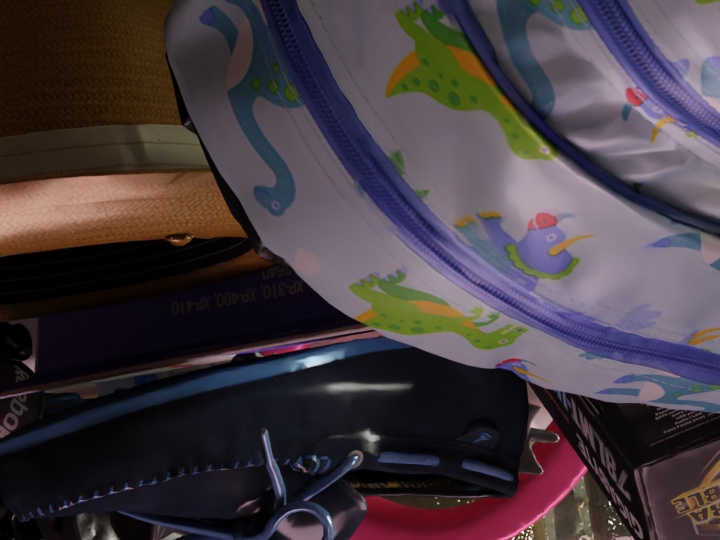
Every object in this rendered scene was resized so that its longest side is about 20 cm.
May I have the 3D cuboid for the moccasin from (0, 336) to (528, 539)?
[{"bbox_3d":[-0.017,0.059,0.762,0.200,0.068,0.080,-9,178,-36],"label":"moccasin"}]

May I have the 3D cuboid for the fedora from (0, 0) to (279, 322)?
[{"bbox_3d":[-0.092,-0.034,0.663,0.200,0.082,0.201,-9,175,-1],"label":"fedora"}]

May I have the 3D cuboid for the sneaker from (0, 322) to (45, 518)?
[{"bbox_3d":[-0.154,0.022,0.814,0.098,0.071,0.201,9,140,9],"label":"sneaker"}]

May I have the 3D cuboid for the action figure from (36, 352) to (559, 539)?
[{"bbox_3d":[-0.016,0.058,0.887,0.200,0.069,0.130,-13,-179,-43],"label":"action figure"}]

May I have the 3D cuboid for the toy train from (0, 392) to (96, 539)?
[{"bbox_3d":[-0.125,0.092,1.013,0.200,0.087,0.114,-5,-170,35],"label":"toy train"}]

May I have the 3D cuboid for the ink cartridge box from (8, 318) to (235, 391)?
[{"bbox_3d":[-0.158,0.009,0.964,0.200,0.085,0.145,-9,175,20],"label":"ink cartridge box"}]

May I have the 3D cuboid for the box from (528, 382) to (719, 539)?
[{"bbox_3d":[0.155,0.003,0.875,0.200,0.050,0.199,-21,-151,-7],"label":"box"}]

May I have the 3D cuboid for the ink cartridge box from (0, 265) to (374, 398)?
[{"bbox_3d":[0.000,0.000,0.791,0.198,0.043,0.200,-12,180,35],"label":"ink cartridge box"}]

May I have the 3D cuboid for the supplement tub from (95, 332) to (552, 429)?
[{"bbox_3d":[-0.009,0.023,1.099,0.200,0.132,0.132,-10,174,11],"label":"supplement tub"}]

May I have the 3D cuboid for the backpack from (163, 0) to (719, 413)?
[{"bbox_3d":[0.055,-0.052,0.458,0.200,0.163,0.154,3,160,-31],"label":"backpack"}]

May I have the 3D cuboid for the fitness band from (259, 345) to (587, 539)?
[{"bbox_3d":[0.040,0.029,1.004,0.144,0.200,0.037,30,-158,-7],"label":"fitness band"}]
